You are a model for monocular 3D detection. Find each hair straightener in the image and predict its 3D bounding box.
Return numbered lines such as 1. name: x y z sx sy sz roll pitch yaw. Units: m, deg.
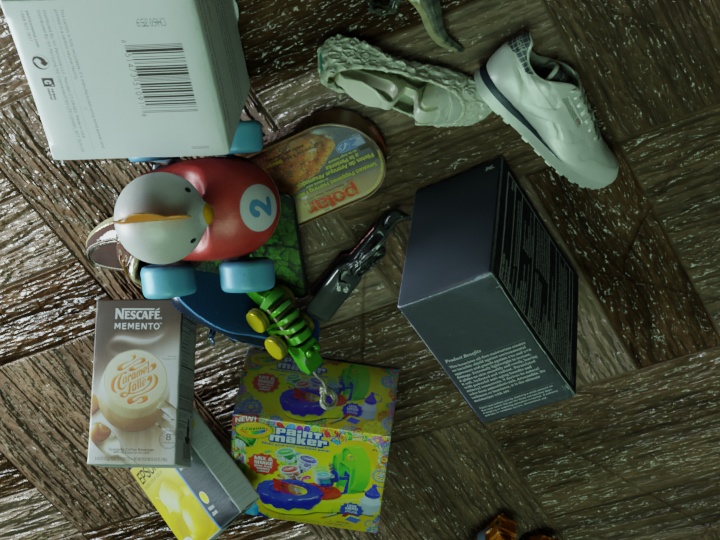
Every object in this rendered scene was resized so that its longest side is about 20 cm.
1. hair straightener: 0.000 0.000 1.649 0.041 0.077 0.200 34 128 -18

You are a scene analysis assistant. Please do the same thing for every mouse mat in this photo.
1. mouse mat: -0.145 -0.035 1.653 0.160 0.008 0.200 8 143 10

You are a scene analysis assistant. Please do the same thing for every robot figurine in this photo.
1. robot figurine: 0.189 0.428 2.013 0.144 0.058 0.200 25 130 -12

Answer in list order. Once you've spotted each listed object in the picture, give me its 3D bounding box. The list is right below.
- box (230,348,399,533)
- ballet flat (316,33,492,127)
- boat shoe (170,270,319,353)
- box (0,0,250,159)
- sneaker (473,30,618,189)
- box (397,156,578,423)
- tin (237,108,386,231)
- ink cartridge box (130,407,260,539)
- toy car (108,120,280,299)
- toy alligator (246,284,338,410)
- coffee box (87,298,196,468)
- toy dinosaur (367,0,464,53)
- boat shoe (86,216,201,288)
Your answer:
1. box: -0.061 0.220 1.826 0.199 0.122 0.193 7 131 2
2. ballet flat: 0.045 -0.185 1.487 0.199 0.072 0.072 17 132 -8
3. boat shoe: -0.148 0.065 1.722 0.199 0.084 0.069 28 149 -22
4. box: -0.233 -0.231 1.444 0.199 0.131 0.200 -1 131 11
5. sneaker: 0.211 -0.163 1.479 0.200 0.077 0.080 37 117 -24
6. box: 0.145 0.021 1.564 0.123 0.200 0.199 -20 125 25
7. tin: -0.061 -0.111 1.587 0.199 0.042 0.112 -21 121 25
8. ink cartridge box: -0.235 0.256 1.839 0.200 0.047 0.198 51 144 6
9. toy car: -0.183 -0.058 1.475 0.176 0.200 0.185 -4 97 8
10. toy alligator: -0.074 0.082 1.687 0.200 0.059 0.054 55 149 -11
11. coffee box: -0.266 0.139 1.730 0.114 0.201 0.080 -1 169 8
12. toy dinosaur: 0.044 -0.288 1.410 0.088 0.048 0.201 -10 133 8
13. boat shoe: -0.254 -0.019 1.653 0.199 0.072 0.072 -3 138 34
